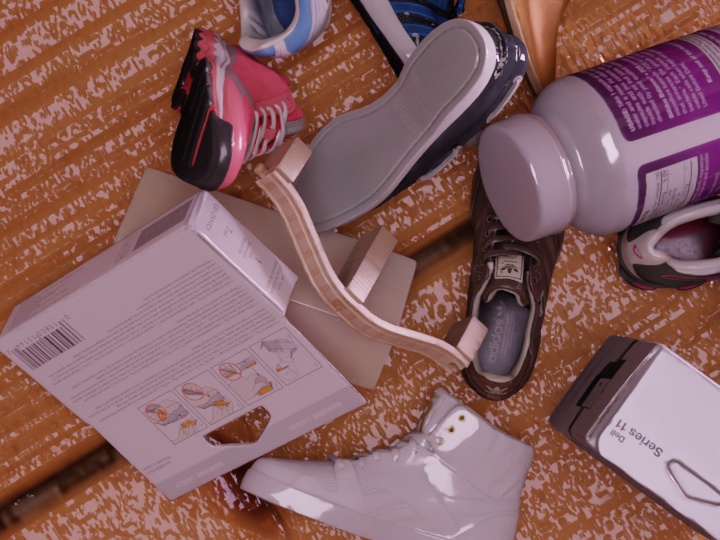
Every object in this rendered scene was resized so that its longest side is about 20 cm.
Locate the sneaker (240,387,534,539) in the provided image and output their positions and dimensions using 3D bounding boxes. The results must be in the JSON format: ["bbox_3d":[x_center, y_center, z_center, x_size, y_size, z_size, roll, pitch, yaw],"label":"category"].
[{"bbox_3d":[0.023,0.132,1.460,0.200,0.074,0.116,17,88,-14],"label":"sneaker"}]

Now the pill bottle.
[{"bbox_3d":[0.185,-0.089,1.417,0.200,0.112,0.112,-19,91,-20],"label":"pill bottle"}]

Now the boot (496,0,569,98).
[{"bbox_3d":[0.161,-0.230,1.459,0.144,0.071,0.201,-13,86,1],"label":"boot"}]

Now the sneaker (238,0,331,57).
[{"bbox_3d":[-0.058,-0.239,1.407,0.072,0.072,0.200,11,118,30],"label":"sneaker"}]

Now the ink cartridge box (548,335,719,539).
[{"bbox_3d":[0.216,0.117,1.399,0.147,0.200,0.083,36,89,-2],"label":"ink cartridge box"}]

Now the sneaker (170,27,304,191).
[{"bbox_3d":[-0.076,-0.108,1.398,0.087,0.200,0.074,16,113,-12],"label":"sneaker"}]

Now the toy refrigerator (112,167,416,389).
[{"bbox_3d":[-0.070,0.008,1.445,0.200,0.070,0.076,18,46,-2],"label":"toy refrigerator"}]

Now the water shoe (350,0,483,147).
[{"bbox_3d":[0.045,-0.182,1.457,0.079,0.072,0.200,-32,92,-3],"label":"water shoe"}]

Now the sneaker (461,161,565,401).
[{"bbox_3d":[0.110,-0.008,1.458,0.070,0.076,0.200,5,91,-2],"label":"sneaker"}]

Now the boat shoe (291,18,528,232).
[{"bbox_3d":[0.033,-0.090,1.405,0.200,0.060,0.076,-37,64,33],"label":"boat shoe"}]

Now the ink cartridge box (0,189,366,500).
[{"bbox_3d":[-0.118,0.056,1.416,0.200,0.045,0.176,-29,117,34],"label":"ink cartridge box"}]

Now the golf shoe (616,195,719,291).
[{"bbox_3d":[0.280,-0.024,1.458,0.200,0.088,0.077,-13,89,-3],"label":"golf shoe"}]

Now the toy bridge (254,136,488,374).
[{"bbox_3d":[0.000,0.000,1.378,0.200,0.027,0.067,44,50,-18],"label":"toy bridge"}]
